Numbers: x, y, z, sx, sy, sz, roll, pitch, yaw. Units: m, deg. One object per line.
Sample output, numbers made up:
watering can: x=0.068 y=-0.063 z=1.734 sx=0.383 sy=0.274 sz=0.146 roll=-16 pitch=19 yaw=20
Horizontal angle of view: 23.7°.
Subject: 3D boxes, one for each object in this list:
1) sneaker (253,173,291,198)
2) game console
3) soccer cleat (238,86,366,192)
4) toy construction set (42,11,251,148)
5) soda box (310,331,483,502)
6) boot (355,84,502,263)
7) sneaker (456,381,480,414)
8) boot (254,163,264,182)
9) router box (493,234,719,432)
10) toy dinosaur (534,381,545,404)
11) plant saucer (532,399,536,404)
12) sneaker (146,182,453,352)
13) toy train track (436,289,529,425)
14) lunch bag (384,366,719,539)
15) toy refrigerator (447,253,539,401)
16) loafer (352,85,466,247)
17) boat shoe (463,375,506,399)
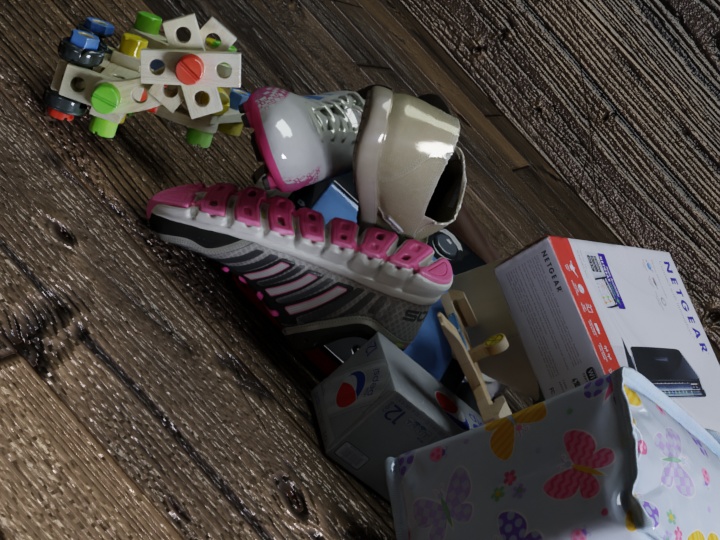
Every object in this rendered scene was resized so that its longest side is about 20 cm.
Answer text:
sneaker: x=0.000 y=0.000 z=1.277 sx=0.200 sy=0.075 sz=0.100 roll=44 pitch=14 yaw=-13
game console: x=0.012 y=0.010 z=1.217 sx=0.177 sy=0.031 sz=0.200 roll=46 pitch=38 yaw=-8
soccer cleat: x=-0.027 y=-0.095 z=1.138 sx=0.200 sy=0.086 sz=0.070 roll=-48 pitch=120 yaw=-84
toy construction set: x=-0.133 y=-0.124 z=1.130 sx=0.131 sy=0.093 sz=0.200 roll=19 pitch=1 yaw=-5
soda box: x=0.060 y=0.129 z=1.103 sx=0.200 sy=0.063 sz=0.068 roll=40 pitch=17 yaw=-29
boot: x=0.073 y=-0.045 z=1.351 sx=0.200 sy=0.064 sz=0.186 roll=58 pitch=-4 yaw=-25
sneaker: x=0.145 y=0.153 z=1.263 sx=0.200 sy=0.085 sz=0.074 roll=50 pitch=11 yaw=8
boot: x=0.008 y=-0.033 z=1.412 sx=0.200 sy=0.075 sz=0.074 roll=45 pitch=11 yaw=-13
router box: x=0.188 y=0.079 z=1.156 sx=0.179 sy=0.049 sz=0.201 roll=4 pitch=60 yaw=-54
toy dinosaur: x=0.196 y=0.134 z=1.223 sx=0.200 sy=0.047 sz=0.088 roll=40 pitch=33 yaw=-7
plant saucer: x=0.173 y=0.125 z=1.426 sx=0.200 sy=0.032 sz=0.201 roll=-17 pitch=90 yaw=-79
sneaker: x=-0.046 y=0.006 z=1.095 sx=0.199 sy=0.088 sz=0.074 roll=17 pitch=20 yaw=-5
toy train track: x=0.082 y=0.056 z=1.100 sx=0.200 sy=0.032 sz=0.115 roll=-105 pitch=169 yaw=-68
lunch bag: x=0.135 y=0.157 z=0.989 sx=0.200 sy=0.169 sz=0.128 roll=36 pitch=40 yaw=-40
toy refrigerator: x=0.153 y=0.053 z=1.260 sx=0.200 sy=0.076 sz=0.070 roll=27 pitch=52 yaw=-45
loafer: x=0.034 y=-0.048 z=1.132 sx=0.068 sy=0.076 sz=0.200 roll=13 pitch=-21 yaw=10
boat shoe: x=0.106 y=0.072 z=1.425 sx=0.072 sy=0.066 sz=0.200 roll=50 pitch=13 yaw=14
